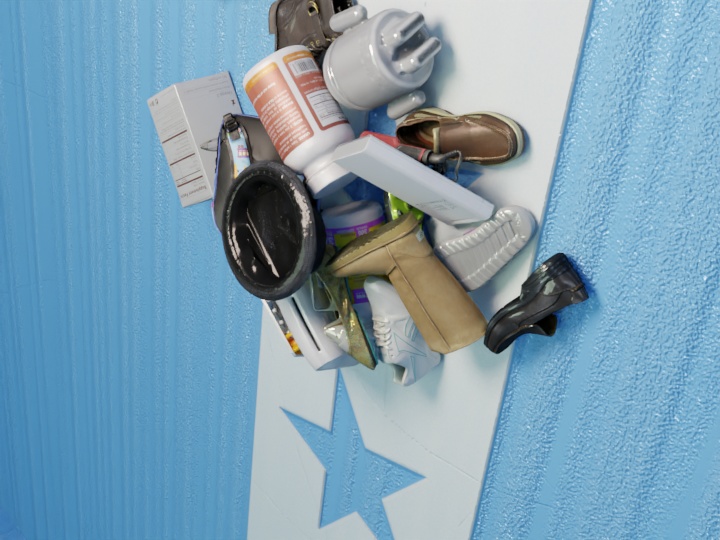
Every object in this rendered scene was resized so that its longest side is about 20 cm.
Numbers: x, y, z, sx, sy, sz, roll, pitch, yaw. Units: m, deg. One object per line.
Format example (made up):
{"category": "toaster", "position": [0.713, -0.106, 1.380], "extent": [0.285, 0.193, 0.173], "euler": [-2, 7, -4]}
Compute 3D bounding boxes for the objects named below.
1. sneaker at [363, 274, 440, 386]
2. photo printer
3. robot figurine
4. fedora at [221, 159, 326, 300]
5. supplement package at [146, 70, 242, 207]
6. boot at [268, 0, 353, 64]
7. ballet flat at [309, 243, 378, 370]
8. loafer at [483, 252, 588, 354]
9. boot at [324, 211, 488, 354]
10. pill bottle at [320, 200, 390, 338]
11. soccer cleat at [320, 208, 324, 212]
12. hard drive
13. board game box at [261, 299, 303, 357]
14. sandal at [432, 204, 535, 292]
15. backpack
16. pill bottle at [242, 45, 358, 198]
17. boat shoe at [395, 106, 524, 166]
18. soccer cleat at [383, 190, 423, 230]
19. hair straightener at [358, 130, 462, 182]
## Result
{"category": "sneaker", "position": [0.053, 0.094, 1.670], "extent": [0.070, 0.080, 0.201], "euler": [17, 144, 52]}
{"category": "photo printer", "position": [-0.064, 0.080, 1.776], "extent": [0.069, 0.200, 0.168], "euler": [-29, 81, 11]}
{"category": "robot figurine", "position": [0.023, -0.289, 1.540], "extent": [0.199, 0.113, 0.170], "euler": [-17, 110, 54]}
{"category": "fedora", "position": [-0.112, -0.058, 1.607], "extent": [0.199, 0.091, 0.203], "euler": [0, 89, 38]}
{"category": "supplement package", "position": [-0.270, -0.227, 1.938], "extent": [0.117, 0.116, 0.202], "euler": [-13, 98, 53]}
{"category": "boot", "position": [-0.064, -0.338, 1.663], "extent": [0.173, 0.069, 0.202], "euler": [-2, 104, 52]}
{"category": "ballet flat", "position": [-0.034, 0.061, 1.659], "extent": [0.070, 0.070, 0.202], "euler": [-11, 101, 53]}
{"category": "loafer", "position": [0.231, 0.063, 1.494], "extent": [0.072, 0.072, 0.200], "euler": [50, 141, 15]}
{"category": "boot", "position": [0.062, 0.036, 1.577], "extent": [0.174, 0.066, 0.201], "euler": [-24, 105, 37]}
{"category": "pill bottle", "position": [0.000, 0.000, 1.723], "extent": [0.104, 0.104, 0.202], "euler": [7, 113, 50]}
{"category": "soccer cleat", "position": [-0.090, -0.094, 1.827], "extent": [0.199, 0.081, 0.068], "euler": [31, 121, 11]}
{"category": "hard drive", "position": [0.069, -0.120, 1.508], "extent": [0.027, 0.199, 0.132], "euler": [-67, 19, -10]}
{"category": "board game box", "position": [-0.123, 0.050, 1.860], "extent": [0.026, 0.200, 0.201], "euler": [-31, 80, 10]}
{"category": "sandal", "position": [0.170, -0.028, 1.546], "extent": [0.202, 0.050, 0.083], "euler": [-31, 98, 40]}
{"category": "backpack", "position": [-0.139, -0.131, 1.722], "extent": [0.135, 0.180, 0.203], "euler": [-115, 32, -88]}
{"category": "pill bottle", "position": [-0.078, -0.211, 1.598], "extent": [0.112, 0.112, 0.201], "euler": [-36, 80, 53]}
{"category": "boat shoe", "position": [0.127, -0.174, 1.498], "extent": [0.201, 0.074, 0.076], "euler": [14, 118, 48]}
{"category": "soccer cleat", "position": [0.063, -0.049, 1.640], "extent": [0.081, 0.067, 0.202], "euler": [1, 111, 51]}
{"category": "hair straightener", "position": [0.077, -0.154, 1.511], "extent": [0.199, 0.077, 0.041], "euler": [11, 75, 52]}
